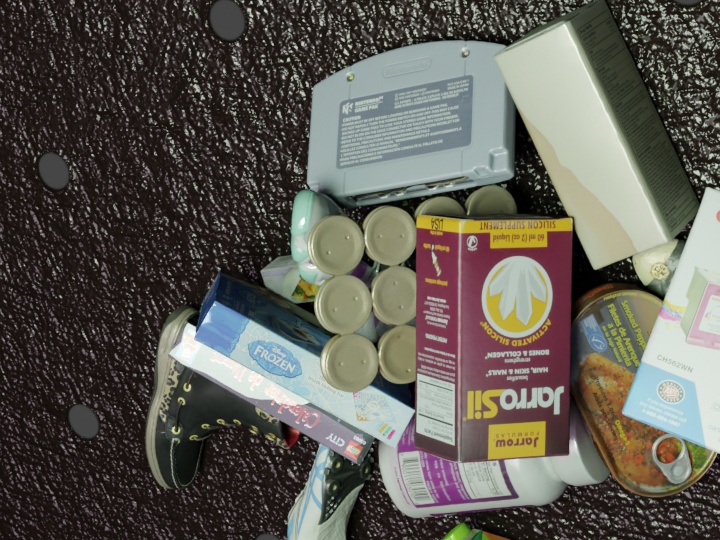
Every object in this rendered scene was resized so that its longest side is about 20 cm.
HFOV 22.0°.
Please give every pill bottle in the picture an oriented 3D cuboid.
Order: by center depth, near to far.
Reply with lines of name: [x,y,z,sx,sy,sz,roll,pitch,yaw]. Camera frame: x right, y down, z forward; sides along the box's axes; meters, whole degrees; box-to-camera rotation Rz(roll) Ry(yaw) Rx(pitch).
pill bottle: [0.125,0.162,1.690,0.199,0.112,0.113,-10,105,31]

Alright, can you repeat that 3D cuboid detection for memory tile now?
memory tile: [0.051,0.016,1.581,0.017,0.199,0.155,-174,74,-66]

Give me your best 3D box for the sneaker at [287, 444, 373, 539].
sneaker: [-0.038,0.227,1.834,0.072,0.072,0.202,29,117,38]

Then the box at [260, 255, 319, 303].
box: [0.000,0.000,1.735,0.199,0.041,0.039,-8,109,30]

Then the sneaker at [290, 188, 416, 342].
sneaker: [0.027,-0.009,1.624,0.139,0.078,0.200,-4,148,20]

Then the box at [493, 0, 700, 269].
box: [0.199,-0.115,1.549,0.077,0.095,0.201,-22,97,34]

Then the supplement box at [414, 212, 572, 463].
supplement box: [0.111,0.054,1.553,0.086,0.109,0.202,-171,80,-66]

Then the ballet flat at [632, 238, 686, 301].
ballet flat: [0.315,0.039,1.569,0.199,0.057,0.067,37,122,11]

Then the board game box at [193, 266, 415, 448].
board game box: [-0.050,0.073,1.668,0.198,0.200,0.044,30,97,-7]

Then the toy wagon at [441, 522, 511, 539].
toy wagon: [0.115,0.323,1.707,0.155,0.200,0.040,48,122,3]

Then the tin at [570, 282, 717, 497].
tin: [0.240,0.102,1.604,0.111,0.042,0.201,-28,110,-1]

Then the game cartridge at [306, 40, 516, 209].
game cartridge: [0.046,-0.130,1.618,0.199,0.041,0.134,-8,72,30]

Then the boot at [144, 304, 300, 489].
boot: [-0.132,0.145,1.851,0.150,0.073,0.202,17,111,22]

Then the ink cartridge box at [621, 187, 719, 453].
ink cartridge box: [0.316,0.050,1.507,0.144,0.085,0.201,21,89,17]

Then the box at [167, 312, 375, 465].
box: [-0.073,0.104,1.709,0.199,0.137,0.038,30,95,1]
